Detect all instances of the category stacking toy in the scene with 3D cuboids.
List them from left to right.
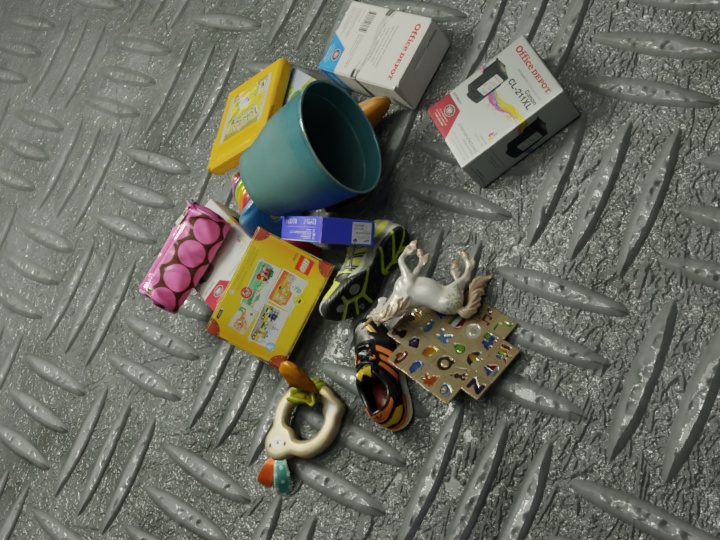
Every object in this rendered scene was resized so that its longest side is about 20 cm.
[{"bbox_3d":[-0.200,-0.147,1.710,0.116,0.109,0.200,-52,41,4],"label":"stacking toy"}]

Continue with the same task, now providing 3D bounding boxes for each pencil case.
[{"bbox_3d":[-0.322,-0.024,1.626,0.090,0.093,0.201,31,93,39],"label":"pencil case"}]

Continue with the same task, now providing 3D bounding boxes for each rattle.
[{"bbox_3d":[-0.125,0.261,1.457,0.130,0.143,0.200,43,90,19],"label":"rattle"}]

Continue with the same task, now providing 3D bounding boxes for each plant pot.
[{"bbox_3d":[-0.097,-0.188,1.528,0.187,0.199,0.202,-24,58,35],"label":"plant pot"}]

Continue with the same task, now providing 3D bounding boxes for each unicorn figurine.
[{"bbox_3d":[0.096,0.029,1.415,0.198,0.074,0.139,7,67,24],"label":"unicorn figurine"}]

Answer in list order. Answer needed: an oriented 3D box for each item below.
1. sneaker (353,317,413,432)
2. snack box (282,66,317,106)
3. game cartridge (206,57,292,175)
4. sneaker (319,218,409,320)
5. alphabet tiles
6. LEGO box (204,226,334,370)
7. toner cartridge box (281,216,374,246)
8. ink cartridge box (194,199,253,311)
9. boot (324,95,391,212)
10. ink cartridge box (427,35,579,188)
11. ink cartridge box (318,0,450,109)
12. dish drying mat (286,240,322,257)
[{"bbox_3d":[0.023,0.153,1.428,0.070,0.090,0.202,-30,57,20],"label":"sneaker"},{"bbox_3d":[-0.139,-0.292,1.710,0.169,0.067,0.200,-54,35,3],"label":"snack box"},{"bbox_3d":[-0.212,-0.287,1.704,0.175,0.032,0.202,-22,45,41],"label":"game cartridge"},{"bbox_3d":[0.000,0.000,1.528,0.200,0.075,0.076,-49,43,-5],"label":"sneaker"},{"bbox_3d":[0.140,0.111,1.392,0.167,0.006,0.199,-47,51,-12],"label":"alphabet tiles"},{"bbox_3d":[-0.156,0.047,1.552,0.148,0.077,0.202,28,86,-7],"label":"LEGO box"},{"bbox_3d":[-0.058,-0.066,1.515,0.200,0.094,0.044,-171,87,-67],"label":"toner cartridge box"},{"bbox_3d":[-0.249,-0.015,1.685,0.148,0.085,0.200,-52,53,5],"label":"ink cartridge box"},{"bbox_3d":[-0.003,-0.203,1.617,0.200,0.071,0.145,-35,60,23],"label":"boot"},{"bbox_3d":[0.231,-0.258,1.467,0.199,0.083,0.147,-37,54,16],"label":"ink cartridge box"},{"bbox_3d":[0.042,-0.394,1.648,0.199,0.084,0.147,26,85,37],"label":"ink cartridge box"},{"bbox_3d":[-0.144,0.034,1.610,0.202,0.076,0.018,-63,14,-4],"label":"dish drying mat"}]
